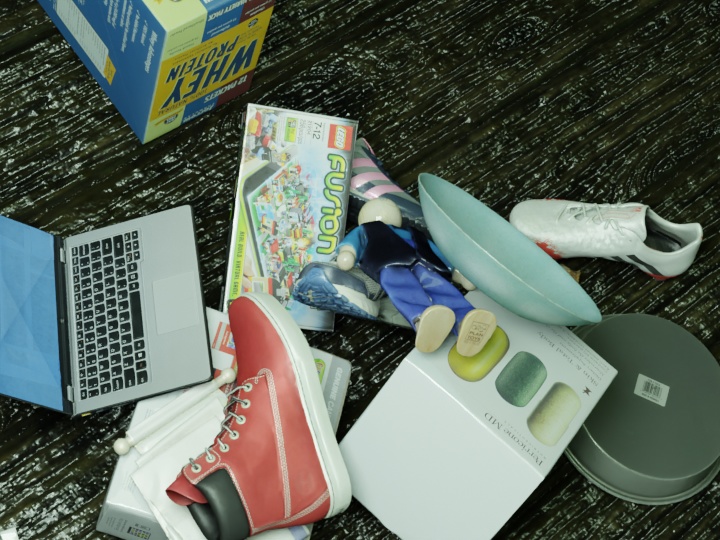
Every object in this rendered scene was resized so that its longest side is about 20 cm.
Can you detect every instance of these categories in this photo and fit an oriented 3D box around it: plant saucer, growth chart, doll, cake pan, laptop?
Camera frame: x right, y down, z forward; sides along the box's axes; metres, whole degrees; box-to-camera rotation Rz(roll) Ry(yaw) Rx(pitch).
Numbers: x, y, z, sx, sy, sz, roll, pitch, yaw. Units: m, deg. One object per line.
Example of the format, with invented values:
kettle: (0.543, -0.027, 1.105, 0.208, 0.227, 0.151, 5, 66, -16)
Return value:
plant saucer: (0.119, -0.007, 1.251, 0.200, 0.039, 0.201, 35, 15, -10)
growth chart: (-0.110, 0.187, 1.200, 0.144, 0.018, 0.201, -23, 74, -27)
doll: (0.046, 0.000, 1.234, 0.135, 0.049, 0.200, 7, 28, -28)
cake pan: (0.279, 0.128, 1.425, 0.198, 0.037, 0.202, 7, 62, -12)
laptop: (-0.242, 0.013, 1.233, 0.198, 0.116, 0.189, -15, 56, 5)

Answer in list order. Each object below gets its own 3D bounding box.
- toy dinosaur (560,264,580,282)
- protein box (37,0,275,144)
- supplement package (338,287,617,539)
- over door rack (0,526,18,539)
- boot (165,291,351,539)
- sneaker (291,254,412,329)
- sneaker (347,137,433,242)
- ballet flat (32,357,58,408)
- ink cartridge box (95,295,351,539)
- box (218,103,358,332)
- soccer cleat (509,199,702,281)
toy dinosaur: (0.160, 0.053, 1.416, 0.106, 0.061, 0.201, 31, 59, 0)
protein box: (-0.201, -0.273, 1.403, 0.134, 0.199, 0.201, -31, 75, -27)
supplement package: (0.099, 0.130, 1.268, 0.151, 0.151, 0.200, 40, 35, 7)
over door rack: (-0.311, 0.317, 1.134, 0.146, 0.067, 0.202, -18, 90, -23)
boot: (-0.104, 0.119, 1.183, 0.143, 0.072, 0.202, -12, 72, -29)
sneaker: (0.000, 0.000, 1.327, 0.076, 0.200, 0.086, 10, 88, 23)
sneaker: (0.011, -0.088, 1.441, 0.198, 0.070, 0.083, 27, 63, -2)
ballet flat: (-0.327, 0.037, 1.284, 0.200, 0.064, 0.076, 42, 70, 8)
ink cartridge box: (-0.117, 0.151, 1.274, 0.174, 0.084, 0.202, 20, 60, -7)
box: (-0.068, -0.049, 1.370, 0.109, 0.035, 0.203, 7, 88, -12)
soccer cleat: (0.251, -0.042, 1.476, 0.198, 0.085, 0.069, 15, 60, -8)
